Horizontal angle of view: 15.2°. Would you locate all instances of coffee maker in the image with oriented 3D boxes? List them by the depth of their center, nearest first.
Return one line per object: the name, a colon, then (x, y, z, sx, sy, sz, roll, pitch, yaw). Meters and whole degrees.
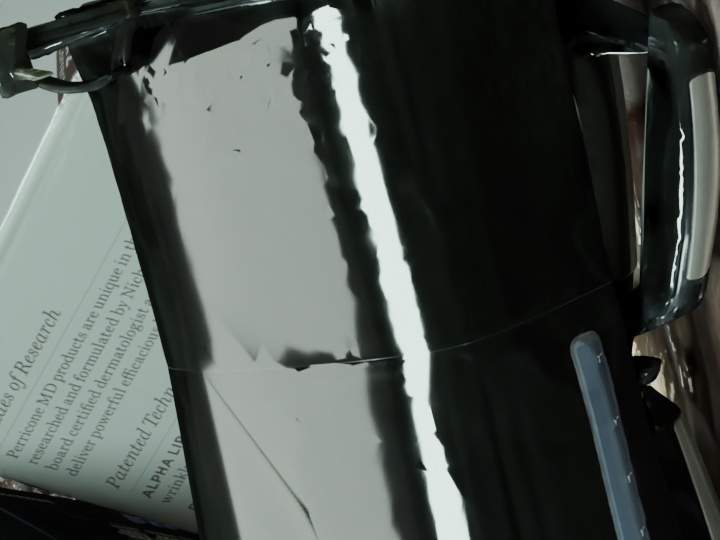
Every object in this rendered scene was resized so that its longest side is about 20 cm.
coffee maker: (-0.001, 0.021, 0.675, 0.135, 0.192, 0.201, 3, 107, 66)

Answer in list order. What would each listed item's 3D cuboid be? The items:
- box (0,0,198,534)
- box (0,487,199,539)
box: (-0.079, -0.048, 1.010, 0.200, 0.130, 0.199, -59, 24, 32)
box: (-0.092, 0.153, 0.987, 0.164, 0.200, 0.086, 30, 97, 37)
